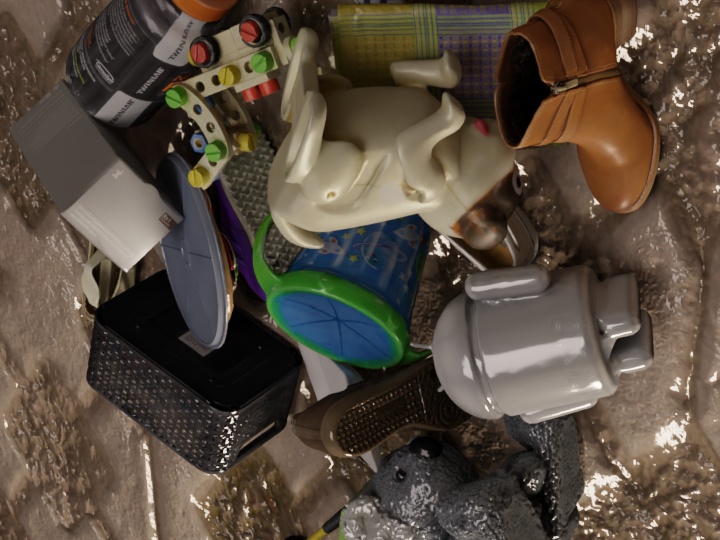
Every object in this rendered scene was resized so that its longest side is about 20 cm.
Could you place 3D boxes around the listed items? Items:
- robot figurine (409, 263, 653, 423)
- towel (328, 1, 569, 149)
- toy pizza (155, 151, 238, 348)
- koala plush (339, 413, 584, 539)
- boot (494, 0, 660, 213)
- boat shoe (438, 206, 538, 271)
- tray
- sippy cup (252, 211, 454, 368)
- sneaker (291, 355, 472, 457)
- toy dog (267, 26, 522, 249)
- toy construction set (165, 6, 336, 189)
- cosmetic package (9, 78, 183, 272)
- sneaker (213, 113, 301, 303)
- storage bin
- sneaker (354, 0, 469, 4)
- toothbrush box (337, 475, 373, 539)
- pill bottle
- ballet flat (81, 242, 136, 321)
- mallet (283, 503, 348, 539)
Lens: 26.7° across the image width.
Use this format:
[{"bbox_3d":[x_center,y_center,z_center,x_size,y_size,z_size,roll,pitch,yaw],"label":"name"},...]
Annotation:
[{"bbox_3d":[0.147,0.062,1.293,0.199,0.113,0.170,-14,122,19],"label":"robot figurine"},{"bbox_3d":[0.072,-0.159,1.251,0.199,0.023,0.144,-1,128,7],"label":"towel"},{"bbox_3d":[-0.161,-0.021,1.512,0.200,0.032,0.201,166,90,-69],"label":"toy pizza"},{"bbox_3d":[0.091,0.220,1.416,0.199,0.177,0.185,7,127,33],"label":"koala plush"},{"bbox_3d":[0.167,-0.118,1.174,0.076,0.155,0.201,15,122,33],"label":"boot"},{"bbox_3d":[0.074,-0.072,1.319,0.071,0.070,0.200,-38,92,27],"label":"boat shoe"},{"bbox_3d":[-0.020,0.116,1.487,0.200,0.022,0.108,-142,31,-68],"label":"tray"},{"bbox_3d":[0.000,0.000,1.380,0.139,0.131,0.178,3,147,38],"label":"sippy cup"},{"bbox_3d":[0.025,0.115,1.366,0.075,0.199,0.071,5,103,47],"label":"sneaker"},{"bbox_3d":[0.034,-0.081,1.212,0.199,0.140,0.195,9,117,-12],"label":"toy dog"},{"bbox_3d":[-0.091,-0.163,1.375,0.199,0.092,0.132,-18,99,22],"label":"toy construction set"},{"bbox_3d":[-0.267,-0.098,1.518,0.107,0.090,0.200,46,-176,-38],"label":"cosmetic package"},{"bbox_3d":[-0.120,-0.054,1.512,0.099,0.069,0.201,-11,103,49],"label":"sneaker"},{"bbox_3d":[-0.176,0.102,1.593,0.200,0.135,0.094,33,130,22],"label":"storage bin"},{"bbox_3d":[0.016,-0.236,1.301,0.200,0.070,0.108,54,146,-9],"label":"sneaker"},{"bbox_3d":[0.053,0.325,1.548,0.145,0.086,0.201,20,124,22],"label":"toothbrush box"},{"bbox_3d":[-0.195,-0.228,1.452,0.200,0.106,0.107,-36,88,45],"label":"pill bottle"},{"bbox_3d":[-0.273,-0.027,1.658,0.067,0.062,0.201,26,127,26],"label":"ballet flat"},{"bbox_3d":[-0.045,0.286,1.632,0.041,0.066,0.200,50,134,4],"label":"mallet"}]
